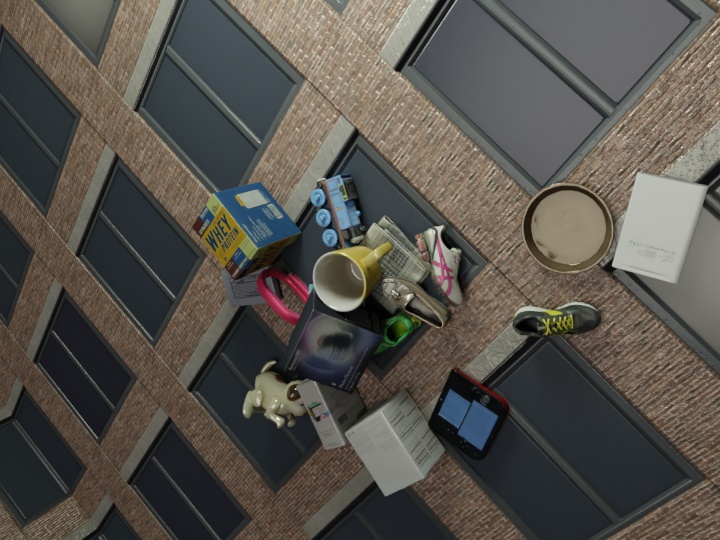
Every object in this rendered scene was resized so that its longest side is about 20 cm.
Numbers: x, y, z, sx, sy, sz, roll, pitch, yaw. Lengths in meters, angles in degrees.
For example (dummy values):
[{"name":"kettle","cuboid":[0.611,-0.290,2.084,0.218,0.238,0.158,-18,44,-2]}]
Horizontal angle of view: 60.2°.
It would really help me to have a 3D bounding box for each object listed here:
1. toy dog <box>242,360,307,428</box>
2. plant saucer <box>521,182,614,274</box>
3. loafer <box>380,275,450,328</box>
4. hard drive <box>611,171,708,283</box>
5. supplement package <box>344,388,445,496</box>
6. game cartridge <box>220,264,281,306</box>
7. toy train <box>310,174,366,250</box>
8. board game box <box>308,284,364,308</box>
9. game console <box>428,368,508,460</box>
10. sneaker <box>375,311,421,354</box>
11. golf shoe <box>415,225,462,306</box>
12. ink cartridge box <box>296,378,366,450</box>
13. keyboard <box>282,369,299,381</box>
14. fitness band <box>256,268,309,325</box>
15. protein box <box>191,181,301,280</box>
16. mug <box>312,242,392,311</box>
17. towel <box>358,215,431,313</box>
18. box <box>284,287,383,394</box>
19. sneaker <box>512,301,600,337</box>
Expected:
[{"name":"toy dog","cuboid":[-0.225,0.378,1.874,0.197,0.139,0.197,-1,69,33]},{"name":"plant saucer","cuboid":[0.451,-0.092,1.356,0.197,0.029,0.204,11,111,28]},{"name":"loafer","cuboid":[0.135,0.080,1.560,0.198,0.063,0.073,30,114,5]},{"name":"hard drive","cuboid":[0.605,-0.087,1.264,0.130,0.026,0.203,18,114,26]},{"name":"supplement package","cuboid":[0.094,0.461,1.677,0.151,0.150,0.201,-37,85,33]},{"name":"game cartridge","cuboid":[-0.331,0.035,1.873,0.197,0.041,0.135,-7,105,33]},{"name":"toy train","cuboid":[-0.054,-0.149,1.610,0.113,0.086,0.203,-16,92,29]},{"name":"board game box","cuboid":[-0.065,0.137,1.676,0.148,0.047,0.203,1,118,-3]},{"name":"game console","cuboid":[0.277,0.377,1.611,0.175,0.031,0.202,30,118,20]},{"name":"sneaker","cuboid":[0.071,0.165,1.637,0.199,0.083,0.075,-39,84,35]},{"name":"golf shoe","cuboid":[0.209,-0.010,1.502,0.091,0.073,0.202,-24,97,16]},{"name":"ink cartridge box","cuboid":[-0.075,0.376,1.757,0.083,0.144,0.202,-23,93,36]},{"name":"keyboard","cuboid":[-0.151,0.265,1.789,0.198,0.128,0.021,-26,119,35]},{"name":"fitness band","cuboid":[-0.203,0.070,1.738,0.200,0.143,0.038,45,121,12]},{"name":"protein box","cuboid":[-0.311,-0.114,1.712,0.199,0.199,0.135,49,124,8]},{"name":"mug","cuboid":[-0.004,0.008,1.554,0.184,0.153,0.152,0,106,28]},{"name":"towel","cuboid":[0.071,-0.012,1.611,0.193,0.034,0.201,45,122,12]},{"name":"box","cuboid":[-0.072,0.184,1.605,0.196,0.124,0.202,21,114,-12]},{"name":"sneaker","cuboid":[0.436,0.122,1.399,0.197,0.084,0.076,-8,102,33]}]
